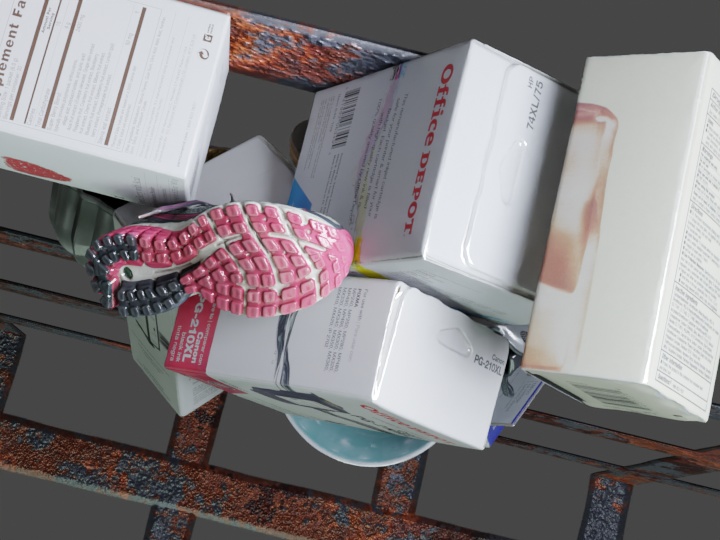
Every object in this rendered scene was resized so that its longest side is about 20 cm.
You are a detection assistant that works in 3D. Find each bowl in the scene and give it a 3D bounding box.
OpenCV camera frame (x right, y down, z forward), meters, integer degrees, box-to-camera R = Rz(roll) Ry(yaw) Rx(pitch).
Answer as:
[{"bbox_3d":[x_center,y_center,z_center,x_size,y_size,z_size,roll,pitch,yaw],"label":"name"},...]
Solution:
[{"bbox_3d":[0.018,0.090,1.344,0.199,0.203,0.105,11,-176,11],"label":"bowl"}]

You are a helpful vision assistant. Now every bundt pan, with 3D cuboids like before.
[{"bbox_3d":[-0.196,-0.037,1.214,0.201,0.076,0.202,22,-164,-7],"label":"bundt pan"}]

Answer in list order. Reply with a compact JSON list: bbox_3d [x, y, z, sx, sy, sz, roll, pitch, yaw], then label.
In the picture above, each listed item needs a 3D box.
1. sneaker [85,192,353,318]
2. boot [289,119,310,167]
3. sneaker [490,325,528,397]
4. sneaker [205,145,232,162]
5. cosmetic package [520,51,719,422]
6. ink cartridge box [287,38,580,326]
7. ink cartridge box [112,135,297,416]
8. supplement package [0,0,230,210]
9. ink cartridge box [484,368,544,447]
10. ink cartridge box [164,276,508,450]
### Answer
[{"bbox_3d":[-0.093,-0.018,0.894,0.199,0.081,0.075,0,-156,30],"label":"sneaker"},{"bbox_3d":[0.017,-0.052,1.066,0.199,0.074,0.075,27,140,-24],"label":"boot"},{"bbox_3d":[0.171,0.059,1.294,0.199,0.141,0.078,19,166,-22],"label":"sneaker"},{"bbox_3d":[-0.173,-0.089,1.173,0.199,0.075,0.090,20,175,-1],"label":"sneaker"},{"bbox_3d":[0.173,-0.020,0.802,0.087,0.202,0.103,5,164,38],"label":"cosmetic package"},{"bbox_3d":[0.059,-0.049,0.919,0.145,0.148,0.200,21,167,-29],"label":"ink cartridge box"},{"bbox_3d":[-0.116,0.006,1.086,0.084,0.145,0.201,45,151,27],"label":"ink cartridge box"},{"bbox_3d":[-0.200,-0.128,0.912,0.198,0.121,0.121,14,169,-3],"label":"supplement package"},{"bbox_3d":[0.151,0.105,1.420,0.199,0.198,0.047,1,131,50],"label":"ink cartridge box"},{"bbox_3d":[-0.016,0.061,0.946,0.199,0.085,0.144,5,165,39],"label":"ink cartridge box"}]
